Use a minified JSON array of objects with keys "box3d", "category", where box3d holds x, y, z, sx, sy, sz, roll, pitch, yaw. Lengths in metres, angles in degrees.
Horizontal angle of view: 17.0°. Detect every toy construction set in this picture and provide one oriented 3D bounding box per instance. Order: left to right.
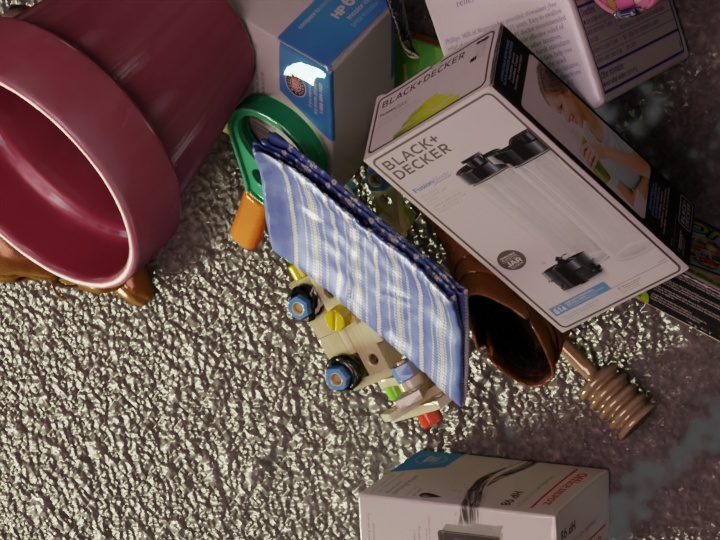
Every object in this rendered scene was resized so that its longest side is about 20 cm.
[{"box3d":[0.011,0.026,1.809,0.131,0.092,0.201,-24,83,37],"category":"toy construction set"}]

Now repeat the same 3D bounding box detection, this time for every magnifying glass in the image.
[{"box3d":[-0.070,-0.066,1.766,0.079,0.022,0.200,38,156,6],"category":"magnifying glass"}]

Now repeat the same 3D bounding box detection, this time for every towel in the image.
[{"box3d":[0.000,0.000,1.691,0.200,0.024,0.145,40,157,25],"category":"towel"}]

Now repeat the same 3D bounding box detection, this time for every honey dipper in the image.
[{"box3d":[0.138,0.040,1.782,0.200,0.038,0.038,47,119,12],"category":"honey dipper"}]

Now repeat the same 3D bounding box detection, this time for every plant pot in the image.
[{"box3d":[-0.175,-0.118,1.656,0.199,0.179,0.201,30,148,21],"category":"plant pot"}]

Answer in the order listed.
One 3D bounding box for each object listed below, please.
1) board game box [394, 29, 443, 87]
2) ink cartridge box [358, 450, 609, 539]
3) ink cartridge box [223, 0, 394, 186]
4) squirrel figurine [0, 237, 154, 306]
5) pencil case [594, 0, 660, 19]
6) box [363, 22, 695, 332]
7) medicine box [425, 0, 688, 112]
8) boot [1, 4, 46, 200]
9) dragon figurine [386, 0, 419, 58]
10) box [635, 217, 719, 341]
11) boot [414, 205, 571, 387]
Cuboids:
[{"box3d":[0.040,-0.127,1.788,0.199,0.030,0.096,17,111,20],"category":"board game box"},{"box3d":[0.112,0.189,1.788,0.198,0.116,0.067,4,105,25],"category":"ink cartridge box"},{"box3d":[-0.077,-0.167,1.742,0.199,0.085,0.145,30,150,20],"category":"ink cartridge box"},{"box3d":[-0.261,-0.050,1.869,0.199,0.186,0.142,32,118,17],"category":"squirrel figurine"},{"box3d":[0.233,-0.226,1.564,0.087,0.199,0.083,59,148,14],"category":"pencil case"},{"box3d":[0.111,-0.056,1.562,0.116,0.060,0.200,-27,124,36],"category":"box"},{"box3d":[0.122,-0.208,1.633,0.102,0.182,0.201,-17,96,29],"category":"medicine box"},{"box3d":[-0.229,-0.103,1.782,0.199,0.146,0.070,32,147,17],"category":"boot"},{"box3d":[0.014,-0.242,1.644,0.059,0.099,0.201,-12,58,42],"category":"dragon figurine"},{"box3d":[0.217,-0.008,1.683,0.199,0.110,0.035,28,115,17],"category":"box"},{"box3d":[0.075,-0.015,1.694,0.076,0.156,0.200,-33,109,26],"category":"boot"}]
